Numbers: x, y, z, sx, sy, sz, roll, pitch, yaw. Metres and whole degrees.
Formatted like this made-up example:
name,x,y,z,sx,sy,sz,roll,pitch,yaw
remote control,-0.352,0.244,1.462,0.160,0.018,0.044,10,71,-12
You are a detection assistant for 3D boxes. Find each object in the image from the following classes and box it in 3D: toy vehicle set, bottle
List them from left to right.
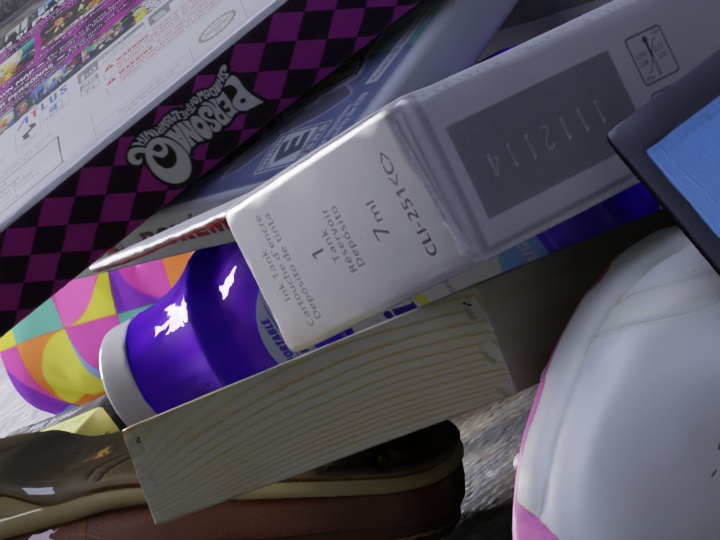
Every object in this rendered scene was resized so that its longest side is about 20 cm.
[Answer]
name,x,y,z,sx,sy,sz,roll,pitch,yaw
bottle,0.000,0.000,0.831,0.199,0.084,0.065,-27,19,26
toy vehicle set,0.046,0.012,0.662,0.124,0.027,0.199,-23,-2,40

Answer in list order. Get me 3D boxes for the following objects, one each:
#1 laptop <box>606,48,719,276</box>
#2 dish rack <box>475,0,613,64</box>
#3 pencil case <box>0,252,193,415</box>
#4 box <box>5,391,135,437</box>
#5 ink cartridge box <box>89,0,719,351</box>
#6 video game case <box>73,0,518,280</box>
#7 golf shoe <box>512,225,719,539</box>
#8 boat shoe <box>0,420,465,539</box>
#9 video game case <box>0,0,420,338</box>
name,x,y,z,sx,sy,sz,roll,pitch,yaw
laptop,0.171,-0.027,0.467,0.177,0.104,0.200,-36,13,-5
dish rack,0.080,-0.104,0.937,0.171,0.044,0.199,-13,6,44
pencil case,-0.065,0.007,0.976,0.199,0.089,0.088,-19,20,49
box,-0.143,0.123,0.831,0.075,0.050,0.200,-22,18,42
ink cartridge box,0.049,-0.037,0.656,0.199,0.045,0.176,-27,1,-32
video game case,-0.013,-0.081,0.863,0.182,0.023,0.200,-12,35,49
golf shoe,0.111,0.011,0.557,0.091,0.076,0.200,-11,28,52
boat shoe,-0.058,0.082,0.734,0.199,0.068,0.072,-10,12,22
video game case,-0.064,-0.083,0.863,0.200,0.036,0.182,-38,24,7
